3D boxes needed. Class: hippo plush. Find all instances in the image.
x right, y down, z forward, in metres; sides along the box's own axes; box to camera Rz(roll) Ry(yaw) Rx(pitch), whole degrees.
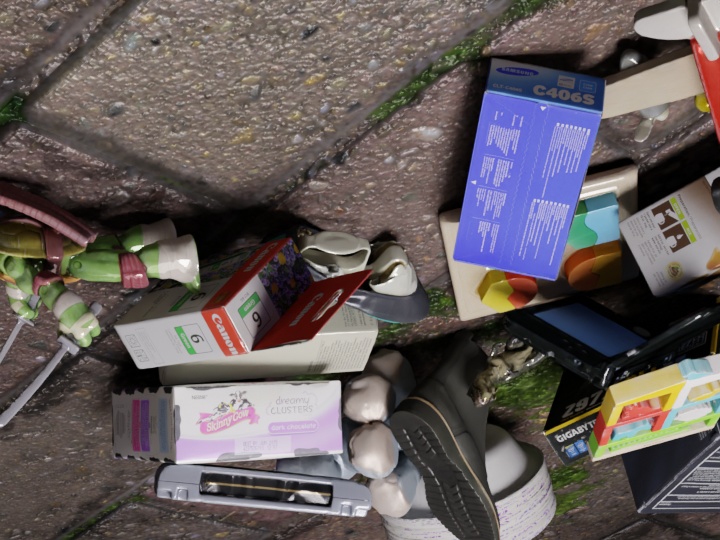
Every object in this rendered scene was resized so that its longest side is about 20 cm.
[{"bbox_3d":[-0.011,0.168,1.492,0.160,0.160,0.200,-9,-165,28],"label":"hippo plush"}]

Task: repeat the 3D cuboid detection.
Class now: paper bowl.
[{"bbox_3d":[0.116,0.246,1.600,0.200,0.105,0.201,-16,-168,4],"label":"paper bowl"}]

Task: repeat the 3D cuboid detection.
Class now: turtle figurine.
[{"bbox_3d":[-0.233,0.029,1.142,0.193,0.201,0.144,-10,164,-21],"label":"turtle figurine"}]

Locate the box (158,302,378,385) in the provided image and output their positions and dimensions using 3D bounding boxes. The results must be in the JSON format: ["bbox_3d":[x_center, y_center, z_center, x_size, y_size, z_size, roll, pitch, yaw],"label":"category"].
[{"bbox_3d":[-0.090,0.055,1.318,0.199,0.069,0.082,-2,147,-16],"label":"box"}]

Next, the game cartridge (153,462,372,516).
[{"bbox_3d":[-0.097,0.208,1.343,0.199,0.041,0.133,7,169,-10],"label":"game cartridge"}]

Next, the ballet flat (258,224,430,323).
[{"bbox_3d":[0.000,0.000,1.267,0.199,0.073,0.073,16,138,-34],"label":"ballet flat"}]

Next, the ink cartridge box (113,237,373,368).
[{"bbox_3d":[-0.099,0.023,1.167,0.199,0.109,0.050,-11,115,39],"label":"ink cartridge box"}]

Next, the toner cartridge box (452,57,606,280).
[{"bbox_3d":[0.137,-0.079,1.163,0.095,0.043,0.200,11,139,3],"label":"toner cartridge box"}]

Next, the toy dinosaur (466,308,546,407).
[{"bbox_3d":[0.175,0.078,1.440,0.200,0.047,0.088,-21,148,-47],"label":"toy dinosaur"}]

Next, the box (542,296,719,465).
[{"bbox_3d":[0.298,0.116,1.481,0.200,0.160,0.049,-29,101,24],"label":"box"}]

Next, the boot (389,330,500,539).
[{"bbox_3d":[0.119,0.177,1.451,0.077,0.138,0.201,1,128,37],"label":"boot"}]

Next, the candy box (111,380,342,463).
[{"bbox_3d":[-0.133,0.145,1.354,0.167,0.072,0.200,1,174,-26],"label":"candy box"}]

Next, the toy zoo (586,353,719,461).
[{"bbox_3d":[0.286,0.123,1.309,0.131,0.021,0.200,-15,155,-5],"label":"toy zoo"}]

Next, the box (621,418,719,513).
[{"bbox_3d":[0.442,0.193,1.668,0.199,0.124,0.199,4,143,-21],"label":"box"}]

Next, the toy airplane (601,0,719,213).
[{"bbox_3d":[0.293,-0.159,1.086,0.199,0.141,0.200,26,132,6],"label":"toy airplane"}]

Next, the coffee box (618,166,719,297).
[{"bbox_3d":[0.349,-0.056,1.260,0.200,0.080,0.114,-31,168,27],"label":"coffee box"}]

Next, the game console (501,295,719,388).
[{"bbox_3d":[0.260,0.035,1.324,0.200,0.176,0.117,-7,124,-58],"label":"game console"}]

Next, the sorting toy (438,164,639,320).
[{"bbox_3d":[0.175,-0.017,1.330,0.184,0.037,0.200,-14,148,2],"label":"sorting toy"}]
